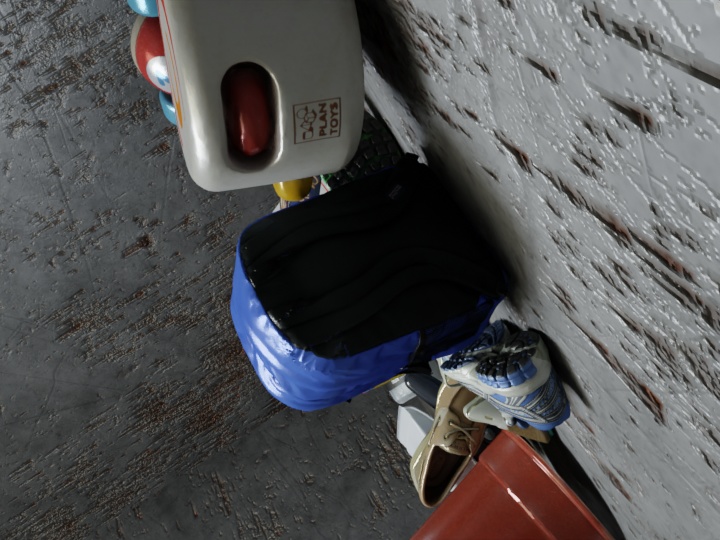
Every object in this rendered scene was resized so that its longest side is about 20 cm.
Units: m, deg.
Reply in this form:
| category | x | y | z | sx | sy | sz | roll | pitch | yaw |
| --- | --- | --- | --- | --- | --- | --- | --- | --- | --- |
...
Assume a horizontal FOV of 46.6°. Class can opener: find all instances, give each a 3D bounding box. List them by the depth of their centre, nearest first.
| category | x | y | z | sx | sy | sz | roll | pitch | yaw |
| --- | --- | --- | --- | --- | --- | --- | --- | --- | --- |
| can opener | 0.140 | 0.192 | 1.082 | 0.200 | 0.079 | 0.063 | 37 | 179 | -4 |

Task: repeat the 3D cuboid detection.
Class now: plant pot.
| category | x | y | z | sx | sy | sz | roll | pitch | yaw |
| --- | --- | --- | --- | --- | --- | --- | --- | --- | --- |
| plant pot | 0.161 | 0.316 | 0.954 | 0.201 | 0.195 | 0.201 | 48 | 176 | 5 |

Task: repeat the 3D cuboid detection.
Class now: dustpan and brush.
| category | x | y | z | sx | sy | sz | roll | pitch | yaw |
| --- | --- | --- | --- | --- | --- | --- | --- | --- | --- |
| dustpan and brush | 0.132 | 0.260 | 1.097 | 0.200 | 0.057 | 0.140 | 49 | 161 | 24 |

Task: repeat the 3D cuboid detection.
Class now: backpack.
| category | x | y | z | sx | sy | sz | roll | pitch | yaw |
| --- | --- | --- | --- | --- | --- | --- | --- | --- | --- |
| backpack | -0.005 | 0.030 | 0.697 | 0.163 | 0.199 | 0.168 | 53 | 146 | 26 |

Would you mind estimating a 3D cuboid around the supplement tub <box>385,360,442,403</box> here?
| category | x | y | z | sx | sy | sz | roll | pitch | yaw |
| --- | --- | --- | --- | --- | --- | --- | --- | --- | --- |
| supplement tub | 0.060 | 0.106 | 1.379 | 0.201 | 0.122 | 0.123 | 57 | 176 | 6 |

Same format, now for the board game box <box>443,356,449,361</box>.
| category | x | y | z | sx | sy | sz | roll | pitch | yaw |
| --- | --- | --- | --- | --- | --- | --- | --- | --- | --- |
| board game box | 0.099 | 0.060 | 1.089 | 0.201 | 0.041 | 0.200 | 60 | 176 | -18 |

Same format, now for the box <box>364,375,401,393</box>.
| category | x | y | z | sx | sy | sz | roll | pitch | yaw |
| --- | --- | --- | --- | --- | --- | --- | --- | --- | --- |
| box | -0.006 | 0.034 | 1.213 | 0.193 | 0.121 | 0.201 | 52 | -165 | -49 |

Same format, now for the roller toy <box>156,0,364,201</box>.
| category | x | y | z | sx | sy | sz | roll | pitch | yaw |
| --- | --- | --- | --- | --- | --- | --- | --- | --- | --- |
| roller toy | -0.072 | -0.156 | 0.626 | 0.182 | 0.139 | 0.202 | 168 | 91 | -77 |

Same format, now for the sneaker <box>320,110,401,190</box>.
| category | x | y | z | sx | sy | sz | roll | pitch | yaw |
| --- | --- | --- | --- | --- | --- | --- | --- | --- | --- |
| sneaker | 0.014 | -0.075 | 0.835 | 0.201 | 0.078 | 0.085 | 58 | 177 | -11 |

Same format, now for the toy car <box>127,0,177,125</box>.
| category | x | y | z | sx | sy | sz | roll | pitch | yaw |
| --- | --- | --- | --- | --- | --- | --- | --- | --- | --- |
| toy car | -0.117 | -0.219 | 0.857 | 0.200 | 0.177 | 0.185 | 41 | 157 | 27 |

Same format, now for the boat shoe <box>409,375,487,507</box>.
| category | x | y | z | sx | sy | sz | roll | pitch | yaw |
| --- | --- | --- | --- | --- | --- | --- | --- | --- | --- |
| boat shoe | 0.118 | 0.193 | 0.992 | 0.071 | 0.201 | 0.065 | 15 | -156 | -10 |

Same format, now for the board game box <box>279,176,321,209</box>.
| category | x | y | z | sx | sy | sz | roll | pitch | yaw |
| --- | --- | --- | --- | --- | --- | --- | --- | --- | --- |
| board game box | -0.075 | -0.136 | 0.970 | 0.136 | 0.034 | 0.201 | 100 | 166 | -45 |

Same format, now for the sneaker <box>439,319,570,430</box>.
| category | x | y | z | sx | sy | sz | roll | pitch | yaw |
| --- | --- | --- | --- | --- | --- | --- | --- | --- | --- |
| sneaker | 0.134 | 0.104 | 0.767 | 0.085 | 0.077 | 0.200 | 54 | 177 | -5 |

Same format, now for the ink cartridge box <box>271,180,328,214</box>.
| category | x | y | z | sx | sy | sz | roll | pitch | yaw |
| --- | --- | --- | --- | --- | --- | --- | --- | --- | --- |
| ink cartridge box | -0.045 | -0.072 | 1.093 | 0.067 | 0.200 | 0.117 | 20 | -155 | -43 |

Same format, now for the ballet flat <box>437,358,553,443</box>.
| category | x | y | z | sx | sy | sz | roll | pitch | yaw |
| --- | --- | --- | --- | --- | --- | --- | --- | --- | --- |
| ballet flat | 0.130 | 0.116 | 0.909 | 0.201 | 0.072 | 0.068 | 58 | 175 | -3 |
